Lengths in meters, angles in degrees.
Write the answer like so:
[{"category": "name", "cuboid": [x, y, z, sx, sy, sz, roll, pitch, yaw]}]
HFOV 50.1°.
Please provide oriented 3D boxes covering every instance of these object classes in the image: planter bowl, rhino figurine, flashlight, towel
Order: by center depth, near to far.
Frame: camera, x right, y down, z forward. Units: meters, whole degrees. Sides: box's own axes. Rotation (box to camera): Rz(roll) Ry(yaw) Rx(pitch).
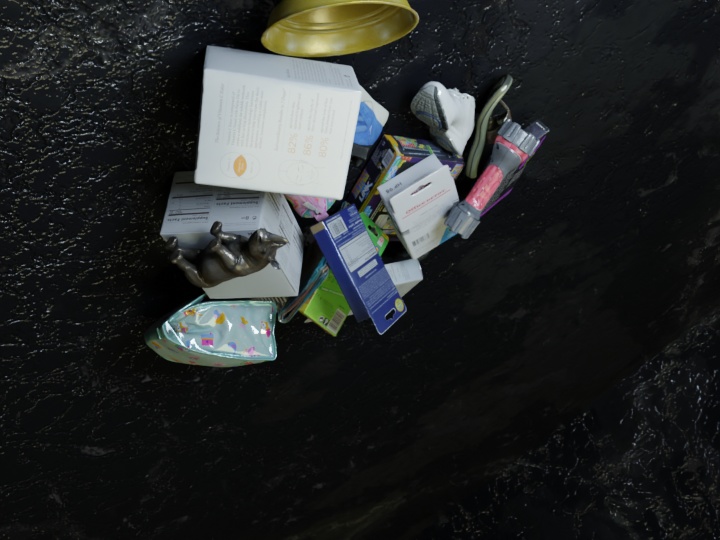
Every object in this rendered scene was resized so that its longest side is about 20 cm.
[{"category": "planter bowl", "cuboid": [-0.030, -0.335, 0.954, 0.197, 0.085, 0.200, -7, 180, 0]}, {"category": "rhino figurine", "cuboid": [-0.175, -0.023, 1.054, 0.198, 0.060, 0.088, -13, 138, 32]}, {"category": "flashlight", "cuboid": [0.210, -0.146, 1.261, 0.067, 0.068, 0.201, 26, 104, -33]}, {"category": "towel", "cuboid": [-0.078, -0.016, 1.307, 0.022, 0.201, 0.147, 32, 129, -13]}]

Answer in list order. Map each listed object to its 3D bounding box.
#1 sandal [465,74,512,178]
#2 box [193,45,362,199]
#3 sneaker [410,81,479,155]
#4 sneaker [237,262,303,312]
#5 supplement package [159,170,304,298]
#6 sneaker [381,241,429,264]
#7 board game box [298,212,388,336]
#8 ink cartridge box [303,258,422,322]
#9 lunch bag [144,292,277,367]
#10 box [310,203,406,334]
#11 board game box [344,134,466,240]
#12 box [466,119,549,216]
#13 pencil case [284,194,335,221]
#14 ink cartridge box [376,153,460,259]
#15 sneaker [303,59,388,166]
[{"category": "sandal", "cuboid": [0.226, -0.241, 1.302, 0.057, 0.080, 0.202, 19, 136, 8]}, {"category": "box", "cuboid": [-0.111, -0.193, 1.009, 0.197, 0.107, 0.154, 6, 120, -12]}, {"category": "sneaker", "cuboid": [0.141, -0.261, 1.241, 0.088, 0.074, 0.200, -56, 159, 0]}, {"category": "sneaker", "cuboid": [-0.130, 0.024, 1.431, 0.197, 0.082, 0.071, -10, 125, 12]}, {"category": "supplement package", "cuboid": [-0.188, -0.052, 1.181, 0.153, 0.112, 0.201, -2, 149, 12]}, {"category": "sneaker", "cuboid": [0.041, -0.022, 1.505, 0.197, 0.077, 0.091, -13, 155, -11]}, {"category": "board game box", "cuboid": [-0.027, 0.004, 1.326, 0.095, 0.030, 0.201, 41, 77, -44]}, {"category": "ink cartridge box", "cuboid": [-0.001, 0.040, 1.463, 0.198, 0.048, 0.160, -9, 163, -26]}, {"category": "lunch bag", "cuboid": [-0.263, 0.104, 1.326, 0.198, 0.124, 0.170, 4, 171, -27]}, {"category": "box", "cuboid": [0.000, 0.000, 1.246, 0.032, 0.202, 0.121, -25, -175, 30]}, {"category": "board game box", "cuboid": [0.069, -0.141, 1.362, 0.164, 0.057, 0.201, -2, 139, -39]}, {"category": "box", "cuboid": [0.255, -0.172, 1.408, 0.143, 0.036, 0.201, -38, 166, -30]}, {"category": "pencil case", "cuboid": [-0.100, -0.156, 1.183, 0.087, 0.088, 0.200, -30, 147, 3]}, {"category": "ink cartridge box", "cuboid": [0.103, -0.116, 1.306, 0.115, 0.067, 0.200, -30, 148, -1]}, {"category": "sneaker", "cuboid": [-0.038, -0.218, 1.121, 0.199, 0.076, 0.112, 24, 90, -58]}]
